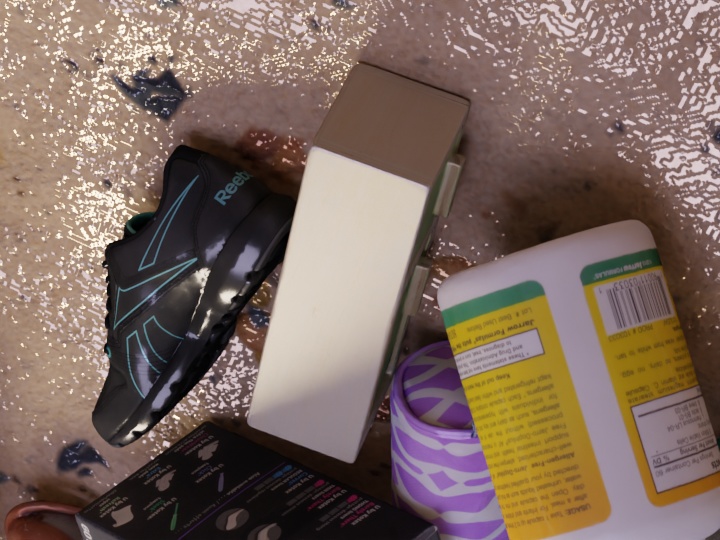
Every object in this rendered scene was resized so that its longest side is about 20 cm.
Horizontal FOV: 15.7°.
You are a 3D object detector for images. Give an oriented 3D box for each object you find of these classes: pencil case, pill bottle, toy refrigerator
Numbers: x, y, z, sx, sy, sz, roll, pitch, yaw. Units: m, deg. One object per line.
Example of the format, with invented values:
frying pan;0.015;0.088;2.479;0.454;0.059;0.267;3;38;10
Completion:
pencil case;0.059;0.127;1.426;0.085;0.084;0.200;-13;132;-15
pill bottle;0.117;0.085;1.286;0.113;0.113;0.200;-20;85;34
toy refrigerator;0.000;0.000;1.344;0.070;0.076;0.200;20;132;6

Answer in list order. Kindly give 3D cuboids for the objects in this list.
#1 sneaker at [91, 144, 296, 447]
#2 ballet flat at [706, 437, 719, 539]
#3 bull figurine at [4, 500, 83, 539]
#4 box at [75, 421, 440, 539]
sneaker;-0.103;0.014;1.412;0.079;0.075;0.200;38;125;5
ballet flat;0.154;0.149;1.378;0.200;0.067;0.064;-31;104;11
bull figurine;-0.164;0.223;1.605;0.121;0.065;0.200;6;131;15
box;-0.047;0.182;1.436;0.200;0.106;0.122;20;135;46
